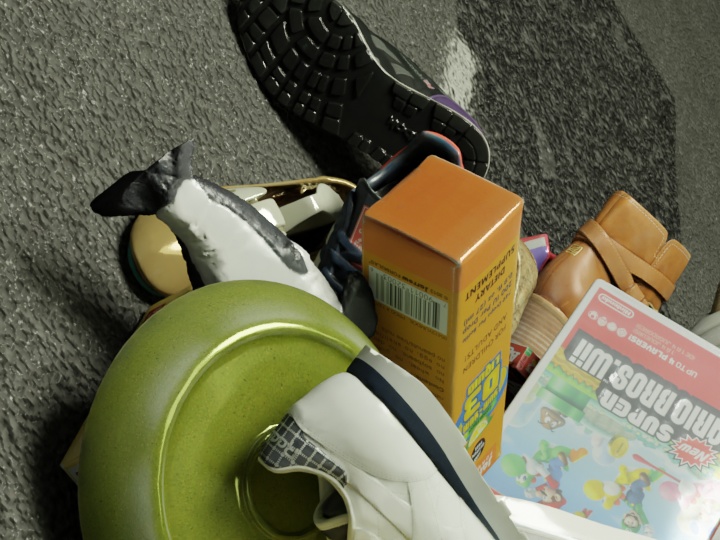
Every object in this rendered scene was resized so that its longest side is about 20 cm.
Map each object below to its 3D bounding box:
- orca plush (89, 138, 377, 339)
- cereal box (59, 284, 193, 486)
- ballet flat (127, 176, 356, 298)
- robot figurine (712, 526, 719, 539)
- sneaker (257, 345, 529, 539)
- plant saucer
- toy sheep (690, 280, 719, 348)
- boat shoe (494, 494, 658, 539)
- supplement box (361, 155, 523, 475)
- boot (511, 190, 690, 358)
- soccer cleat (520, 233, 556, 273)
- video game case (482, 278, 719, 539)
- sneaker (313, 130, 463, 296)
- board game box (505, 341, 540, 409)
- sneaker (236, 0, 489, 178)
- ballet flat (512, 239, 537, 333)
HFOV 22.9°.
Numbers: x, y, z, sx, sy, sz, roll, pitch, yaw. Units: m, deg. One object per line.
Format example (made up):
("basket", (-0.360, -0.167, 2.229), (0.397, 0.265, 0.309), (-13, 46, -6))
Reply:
("orca plush", (-0.065, 0.022, 0.917), (0.200, 0.071, 0.105), (40, 76, -29))
("cereal box", (-0.060, 0.123, 0.919), (0.200, 0.039, 0.144), (53, 28, -19))
("ballet flat", (-0.059, -0.029, 1.022), (0.200, 0.063, 0.069), (-19, 84, -63))
("robot figurine", (0.182, 0.179, 1.160), (0.113, 0.169, 0.200), (-89, -179, -46))
("sneaker", (0.030, 0.132, 0.853), (0.200, 0.080, 0.076), (55, -15, -19))
("plant saucer", (-0.041, 0.103, 0.855), (0.200, 0.031, 0.201), (6, 80, -38))
("toy sheep", (0.338, 0.094, 1.548), (0.138, 0.138, 0.200), (50, 26, -26))
("boat shoe", (0.096, 0.174, 0.964), (0.199, 0.072, 0.069), (18, 55, -14))
("supplement box", (0.042, 0.040, 0.972), (0.067, 0.069, 0.200), (-43, 149, -36))
("boot", (0.189, 0.050, 1.282), (0.155, 0.074, 0.200), (-54, 138, -10))
("soccer cleat", (0.157, 0.039, 1.335), (0.200, 0.073, 0.068), (39, 35, -40))
("video game case", (0.156, 0.109, 1.068), (0.143, 0.017, 0.200), (31, 57, 12))
("sneaker", (0.000, 0.000, 1.012), (0.200, 0.075, 0.085), (-60, 168, -29))
("board game box", (0.131, 0.102, 1.220), (0.200, 0.103, 0.019), (43, 72, -35))
("sneaker", (0.001, -0.124, 1.190), (0.200, 0.076, 0.088), (42, 15, -5))
("ballet flat", (0.057, 0.054, 1.105), (0.065, 0.070, 0.200), (61, 39, -52))
